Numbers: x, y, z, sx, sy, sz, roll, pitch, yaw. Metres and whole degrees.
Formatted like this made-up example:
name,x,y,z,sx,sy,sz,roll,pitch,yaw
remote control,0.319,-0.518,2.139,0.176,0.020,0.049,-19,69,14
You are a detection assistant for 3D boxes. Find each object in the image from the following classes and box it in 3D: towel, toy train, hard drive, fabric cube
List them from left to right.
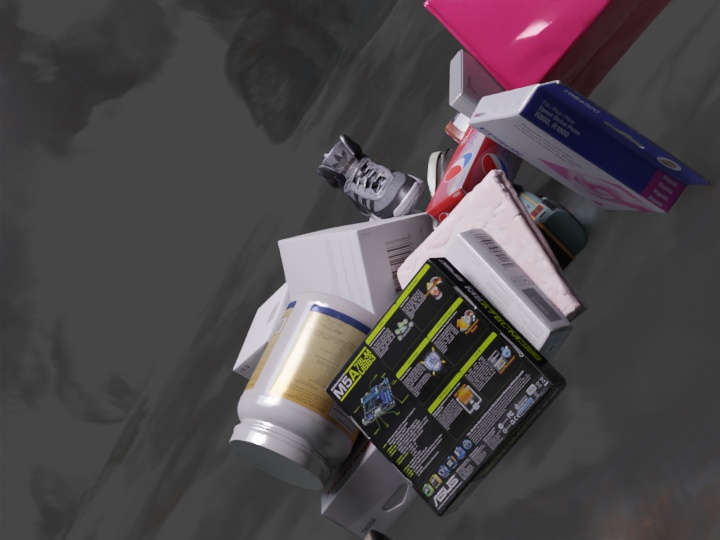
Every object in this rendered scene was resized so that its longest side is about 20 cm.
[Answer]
name,x,y,z,sx,sy,sz,roll,pitch,yaw
towel,0.142,0.020,1.387,0.032,0.191,0.200,-9,-29,-45
hard drive,0.195,-0.182,1.506,0.027,0.200,0.132,-50,17,28
toy train,0.196,-0.037,1.470,0.114,0.085,0.200,-44,15,5
fabric cube,0.241,-0.345,1.559,0.199,0.196,0.200,-49,-19,27

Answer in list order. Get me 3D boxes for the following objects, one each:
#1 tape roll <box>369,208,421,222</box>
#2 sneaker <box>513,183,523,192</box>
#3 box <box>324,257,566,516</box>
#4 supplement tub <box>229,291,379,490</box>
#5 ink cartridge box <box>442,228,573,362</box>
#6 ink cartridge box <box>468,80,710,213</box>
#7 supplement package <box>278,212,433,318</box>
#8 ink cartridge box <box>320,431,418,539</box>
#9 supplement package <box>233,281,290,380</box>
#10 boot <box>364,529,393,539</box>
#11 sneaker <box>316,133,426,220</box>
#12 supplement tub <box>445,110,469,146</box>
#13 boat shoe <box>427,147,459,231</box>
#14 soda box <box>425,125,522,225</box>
name,x,y,z,sx,sy,sz,roll,pitch,yaw
tape roll,0.030,0.003,1.783,0.202,0.071,0.203,15,-90,-89
sneaker,0.139,-0.047,1.645,0.200,0.085,0.077,-49,17,28
box,0.086,0.122,1.307,0.200,0.193,0.047,-53,-25,21
supplement tub,-0.057,0.141,1.455,0.200,0.144,0.144,-64,16,-22
ink cartridge box,0.125,0.080,1.361,0.160,0.047,0.200,49,128,28
ink cartridge box,0.231,-0.123,1.287,0.043,0.196,0.200,-60,15,-4
supplement package,0.000,0.000,1.570,0.117,0.117,0.200,-16,6,-32
ink cartridge box,0.021,0.212,1.510,0.145,0.084,0.200,-53,16,17
supplement package,-0.051,0.121,1.693,0.110,0.200,0.114,-41,24,50
boot,-0.005,0.373,1.297,0.151,0.073,0.200,-55,12,9
sneaker,0.007,-0.121,1.640,0.076,0.114,0.200,-54,20,-6
supplement tub,0.216,-0.250,1.759,0.200,0.107,0.107,-56,15,12
boat shoe,0.123,-0.066,1.580,0.060,0.072,0.202,-12,66,29
soda box,0.152,-0.127,1.528,0.070,0.063,0.200,-35,20,42
